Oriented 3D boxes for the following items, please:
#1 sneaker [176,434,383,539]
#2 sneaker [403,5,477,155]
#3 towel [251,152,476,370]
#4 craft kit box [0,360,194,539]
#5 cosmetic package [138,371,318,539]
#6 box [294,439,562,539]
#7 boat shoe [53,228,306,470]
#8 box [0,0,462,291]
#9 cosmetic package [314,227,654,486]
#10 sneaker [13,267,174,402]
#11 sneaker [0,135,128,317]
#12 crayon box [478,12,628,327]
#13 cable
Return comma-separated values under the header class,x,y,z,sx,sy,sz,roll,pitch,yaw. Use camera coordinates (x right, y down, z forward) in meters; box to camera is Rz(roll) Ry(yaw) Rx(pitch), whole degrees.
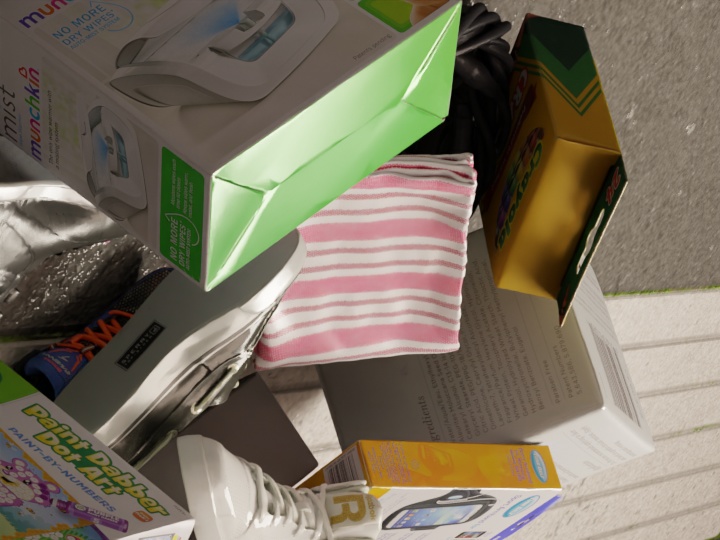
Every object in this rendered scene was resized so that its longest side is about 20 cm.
class,x,y,z,sx,sy,sz,roll,pitch,yaw
sneaker,-0.046,0.147,1.478,0.115,0.074,0.200,-12,154,4
sneaker,0.043,-0.088,1.662,0.200,0.076,0.091,-53,161,3
towel,0.000,0.000,1.533,0.145,0.030,0.201,-5,140,-7
craft kit box,-0.225,0.115,1.298,0.197,0.200,0.049,-6,127,-58
cosmetic package,-0.137,0.162,1.603,0.200,0.090,0.107,-40,-174,-35
box,0.046,0.161,1.639,0.199,0.042,0.119,3,149,-40
boat shoe,-0.106,0.051,1.455,0.200,0.071,0.064,-42,132,-9
box,-0.076,-0.112,1.295,0.200,0.176,0.097,-36,150,-32
cosmetic package,0.088,0.081,1.752,0.199,0.166,0.165,-22,158,13
sneaker,-0.174,0.072,1.484,0.200,0.075,0.079,-48,151,-16
sneaker,-0.191,-0.021,1.345,0.199,0.071,0.100,-1,125,-53
crayon box,0.126,-0.072,1.607,0.050,0.200,0.127,12,122,-13
cable,0.042,-0.085,1.562,0.163,0.051,0.201,-38,143,-36
